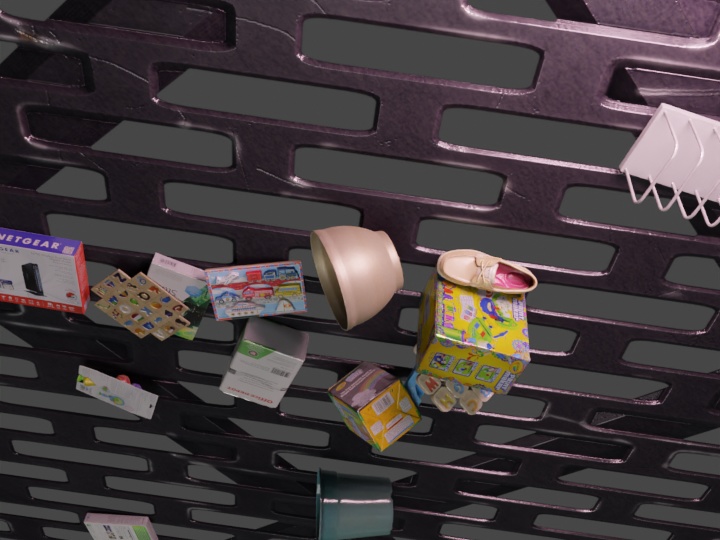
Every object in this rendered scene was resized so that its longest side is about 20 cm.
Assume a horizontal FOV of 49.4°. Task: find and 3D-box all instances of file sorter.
[{"bbox_3d":[0.564,-0.161,1.303,0.200,0.125,0.139,16,133,-8],"label":"file sorter"}]

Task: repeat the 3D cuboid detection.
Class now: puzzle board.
[{"bbox_3d":[-0.217,0.047,1.650,0.200,0.017,0.151,-5,133,-2],"label":"puzzle board"}]

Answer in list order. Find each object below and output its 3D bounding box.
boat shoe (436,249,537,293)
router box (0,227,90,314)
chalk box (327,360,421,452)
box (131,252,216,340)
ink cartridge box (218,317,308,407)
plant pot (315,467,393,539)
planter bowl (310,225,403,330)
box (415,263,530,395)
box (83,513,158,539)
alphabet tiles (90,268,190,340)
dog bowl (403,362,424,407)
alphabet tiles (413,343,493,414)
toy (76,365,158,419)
[{"bbox_3d":[0.250,0.002,1.520,0.200,0.069,0.074,9,92,-11],"label":"boat shoe"},{"bbox_3d":[-0.689,0.002,1.668,0.200,0.049,0.180,9,134,-1],"label":"router box"},{"bbox_3d":[0.019,0.297,1.767,0.124,0.200,0.124,-36,113,-17],"label":"chalk box"},{"bbox_3d":[-0.403,0.060,1.697,0.144,0.036,0.200,21,133,-12],"label":"box"},{"bbox_3d":[-0.221,0.210,1.783,0.146,0.084,0.200,21,133,-12],"label":"ink cartridge box"},{"bbox_3d":[-0.018,0.631,2.097,0.196,0.200,0.200,2,134,-5],"label":"plant pot"},{"bbox_3d":[0.000,0.000,1.501,0.135,0.200,0.200,-18,134,-13],"label":"planter bowl"},{"bbox_3d":[0.221,0.114,1.556,0.192,0.200,0.122,16,133,-7],"label":"box"},{"bbox_3d":[-0.747,0.816,2.453,0.200,0.036,0.145,3,134,6],"label":"box"},{"bbox_3d":[-0.475,0.078,1.696,0.166,0.006,0.200,-30,123,30],"label":"alphabet tiles"},{"bbox_3d":[0.146,0.219,1.733,0.050,0.112,0.200,31,133,4],"label":"dog bowl"},{"bbox_3d":[0.211,0.196,1.646,0.196,0.200,0.015,50,160,-6],"label":"alphabet tiles"},{"bbox_3d":[-0.596,0.288,1.932,0.200,0.047,0.115,21,136,-8],"label":"toy"}]
